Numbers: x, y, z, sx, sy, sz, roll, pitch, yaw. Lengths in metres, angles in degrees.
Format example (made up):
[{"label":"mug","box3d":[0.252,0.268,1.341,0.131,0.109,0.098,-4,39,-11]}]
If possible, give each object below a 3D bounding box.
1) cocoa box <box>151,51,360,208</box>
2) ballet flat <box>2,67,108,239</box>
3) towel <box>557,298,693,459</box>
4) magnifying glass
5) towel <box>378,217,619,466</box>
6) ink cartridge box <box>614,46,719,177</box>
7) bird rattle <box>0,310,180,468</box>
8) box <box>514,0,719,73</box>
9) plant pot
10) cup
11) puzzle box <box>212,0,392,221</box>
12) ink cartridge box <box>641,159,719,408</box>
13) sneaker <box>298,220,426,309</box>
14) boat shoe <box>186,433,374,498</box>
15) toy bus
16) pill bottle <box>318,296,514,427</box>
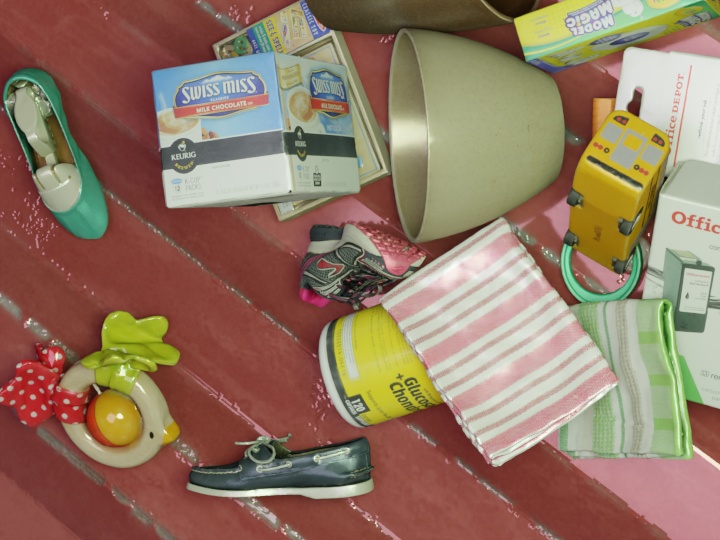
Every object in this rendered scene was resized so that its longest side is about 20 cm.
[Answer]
[{"label":"cocoa box","box3d":[-0.097,-0.132,1.643,0.132,0.200,0.133,-6,90,20]},{"label":"ballet flat","box3d":[-0.334,-0.123,1.827,0.067,0.070,0.201,-24,85,19]},{"label":"towel","box3d":[0.233,0.103,1.584,0.030,0.200,0.151,-10,90,-24]},{"label":"magnifying glass","box3d":[0.234,-0.065,1.649,0.079,0.022,0.202,3,93,20]},{"label":"towel","box3d":[0.126,0.063,1.578,0.146,0.030,0.201,-33,70,-2]},{"label":"ink cartridge box","box3d":[0.338,-0.137,1.581,0.198,0.068,0.117,12,98,19]},{"label":"bird rattle","box3d":[-0.279,0.140,1.810,0.199,0.113,0.164,-28,100,22]},{"label":"box","box3d":[0.253,-0.239,1.581,0.199,0.117,0.049,-20,84,19]},{"label":"plant pot","box3d":[0.044,-0.301,1.636,0.199,0.186,0.189,-14,88,33]},{"label":"cup","box3d":[0.112,-0.131,1.616,0.142,0.200,0.202,-4,92,-8]},{"label":"puzzle box","box3d":[-0.058,-0.166,1.748,0.132,0.025,0.201,-24,85,19]},{"label":"ink cartridge box","box3d":[0.333,0.018,1.549,0.145,0.084,0.202,14,120,19]},{"label":"sneaker","box3d":[0.000,0.000,1.658,0.080,0.200,0.075,22,81,-19]},{"label":"boat shoe","box3d":[-0.084,0.200,1.751,0.198,0.075,0.062,-3,94,19]},{"label":"toy bus","box3d":[0.231,-0.065,1.544,0.065,0.200,0.079,30,77,14]},{"label":"pill bottle","box3d":[0.067,0.075,1.668,0.199,0.112,0.113,-19,86,20]}]
